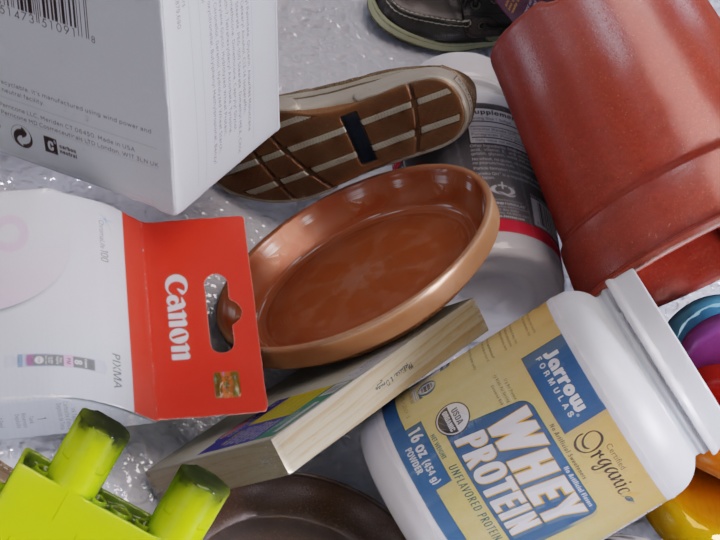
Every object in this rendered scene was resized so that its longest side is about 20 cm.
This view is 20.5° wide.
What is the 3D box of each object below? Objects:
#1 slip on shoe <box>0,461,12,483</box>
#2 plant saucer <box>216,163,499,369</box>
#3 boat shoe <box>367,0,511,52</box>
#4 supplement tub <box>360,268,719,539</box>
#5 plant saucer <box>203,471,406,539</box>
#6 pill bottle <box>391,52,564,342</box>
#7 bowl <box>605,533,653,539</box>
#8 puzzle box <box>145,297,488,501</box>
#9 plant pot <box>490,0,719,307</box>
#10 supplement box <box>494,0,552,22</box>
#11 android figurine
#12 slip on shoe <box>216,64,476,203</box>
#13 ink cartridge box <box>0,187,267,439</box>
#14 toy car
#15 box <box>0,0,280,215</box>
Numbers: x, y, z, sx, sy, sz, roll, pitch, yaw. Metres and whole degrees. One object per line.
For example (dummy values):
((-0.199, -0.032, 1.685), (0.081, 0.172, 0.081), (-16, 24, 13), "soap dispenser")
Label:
((-0.178, 0.162, 1.116), (0.200, 0.061, 0.076), (38, 85, 10), "slip on shoe")
((0.000, 0.000, 1.308), (0.032, 0.200, 0.200), (62, 38, -26), "plant saucer")
((0.104, -0.217, 1.607), (0.200, 0.066, 0.072), (5, 51, -25), "boat shoe")
((0.116, 0.103, 1.231), (0.145, 0.200, 0.145), (56, 7, -10), "supplement tub")
((-0.033, 0.214, 1.200), (0.200, 0.032, 0.201), (14, 48, -16), "plant saucer")
((0.080, -0.058, 1.430), (0.110, 0.111, 0.200), (11, 49, -20), "pill bottle")
((0.177, 0.236, 1.249), (0.200, 0.094, 0.201), (15, 47, -16), "bowl")
((-0.026, 0.082, 1.247), (0.200, 0.133, 0.025), (-32, 99, -41), "puzzle box")
((0.195, -0.094, 1.343), (0.200, 0.201, 0.196), (-15, 74, -36), "plant pot")
((0.144, -0.263, 1.560), (0.110, 0.086, 0.200), (0, 42, -36), "supplement box")
((-0.156, 0.178, 1.064), (0.182, 0.200, 0.041), (28, 12, -6), "android figurine")
((-0.014, -0.102, 1.394), (0.061, 0.200, 0.076), (-60, 130, -64), "slip on shoe")
((-0.166, 0.021, 1.237), (0.199, 0.057, 0.163), (-7, 53, -3), "ink cartridge box")
((0.244, 0.096, 1.350), (0.175, 0.150, 0.200), (21, 35, -10), "toy car")
((-0.167, -0.171, 1.291), (0.199, 0.200, 0.131), (19, 40, 25), "box")
